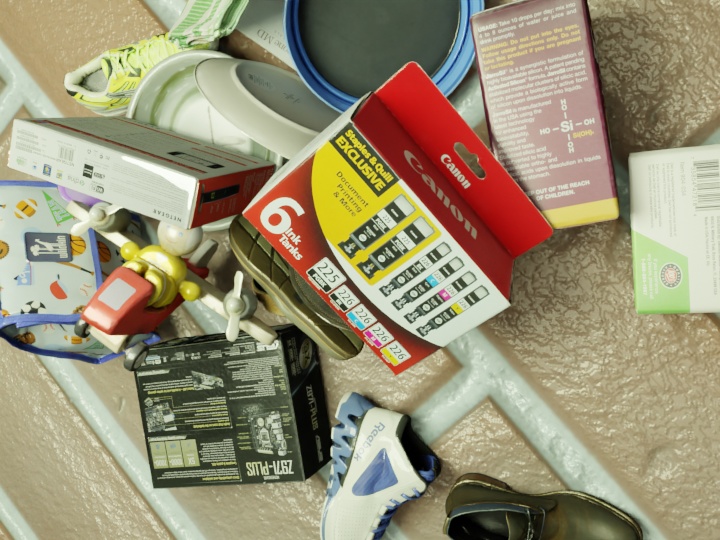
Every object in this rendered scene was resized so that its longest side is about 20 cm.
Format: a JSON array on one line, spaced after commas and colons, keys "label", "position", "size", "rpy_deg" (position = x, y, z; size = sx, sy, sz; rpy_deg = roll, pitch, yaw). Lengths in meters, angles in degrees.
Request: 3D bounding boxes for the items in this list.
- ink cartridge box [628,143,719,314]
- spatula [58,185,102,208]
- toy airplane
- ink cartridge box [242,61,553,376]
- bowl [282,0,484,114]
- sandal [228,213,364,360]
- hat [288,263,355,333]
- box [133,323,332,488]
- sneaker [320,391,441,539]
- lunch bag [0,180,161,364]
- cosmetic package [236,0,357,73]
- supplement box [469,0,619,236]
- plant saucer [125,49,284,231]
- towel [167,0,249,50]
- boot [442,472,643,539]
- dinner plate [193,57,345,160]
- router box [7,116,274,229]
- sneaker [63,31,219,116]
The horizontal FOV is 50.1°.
[{"label": "ink cartridge box", "position": [0.347, -0.040, 0.686], "size": [0.198, 0.084, 0.147], "rpy_deg": [-2, 94, 21]}, {"label": "spatula", "position": [-0.228, -0.085, 0.845], "size": [0.198, 0.021, 0.057], "rpy_deg": [8, 66, -2]}, {"label": "toy airplane", "position": [-0.194, -0.002, 0.797], "size": [0.142, 0.199, 0.200], "rpy_deg": [-60, 38, 25]}, {"label": "ink cartridge box", "position": [0.036, -0.040, 0.650], "size": [0.175, 0.084, 0.200], "rpy_deg": [-37, 104, 29]}, {"label": "bowl", "position": [0.022, -0.250, 0.762], "size": [0.199, 0.039, 0.202], "rpy_deg": [-3, 114, -7]}, {"label": "sandal", "position": [-0.077, 0.022, 0.825], "size": [0.200, 0.080, 0.054], "rpy_deg": [49, 130, 5]}, {"label": "hat", "position": [0.018, -0.039, 0.767], "size": [0.199, 0.081, 0.202], "rpy_deg": [-2, 67, 5]}, {"label": "box", "position": [-0.146, 0.155, 0.885], "size": [0.199, 0.086, 0.165], "rpy_deg": [-9, 91, 21]}, {"label": "sneaker", "position": [0.025, 0.239, 0.832], "size": [0.114, 0.080, 0.201], "rpy_deg": [6, 95, 22]}, {"label": "lunch bag", "position": [-0.329, 0.002, 0.859], "size": [0.123, 0.200, 0.171], "rpy_deg": [-23, 68, 19]}, {"label": "cosmetic package", "position": [-0.047, -0.316, 0.789], "size": [0.112, 0.081, 0.201], "rpy_deg": [29, 106, -16]}, {"label": "supplement box", "position": [0.176, -0.139, 0.717], "size": [0.102, 0.131, 0.202], "rpy_deg": [-9, 93, 20]}, {"label": "plant saucer", "position": [-0.172, -0.147, 0.880], "size": [0.199, 0.050, 0.202], "rpy_deg": [4, 103, 16]}, {"label": "towel", "position": [-0.132, -0.292, 0.761], "size": [0.023, 0.200, 0.153], "rpy_deg": [28, 88, -28]}, {"label": "boot", "position": [0.177, 0.263, 0.769], "size": [0.199, 0.097, 0.075], "rpy_deg": [6, 97, 20]}, {"label": "dinner plate", "position": [-0.069, -0.163, 0.768], "size": [0.200, 0.200, 0.024], "rpy_deg": [38, 118, 13]}, {"label": "router box", "position": [-0.212, -0.106, 0.780], "size": [0.199, 0.179, 0.049], "rpy_deg": [19, 106, 13]}, {"label": "sneaker", "position": [-0.253, -0.231, 0.896], "size": [0.199, 0.076, 0.076], "rpy_deg": [-20, 86, 19]}]
